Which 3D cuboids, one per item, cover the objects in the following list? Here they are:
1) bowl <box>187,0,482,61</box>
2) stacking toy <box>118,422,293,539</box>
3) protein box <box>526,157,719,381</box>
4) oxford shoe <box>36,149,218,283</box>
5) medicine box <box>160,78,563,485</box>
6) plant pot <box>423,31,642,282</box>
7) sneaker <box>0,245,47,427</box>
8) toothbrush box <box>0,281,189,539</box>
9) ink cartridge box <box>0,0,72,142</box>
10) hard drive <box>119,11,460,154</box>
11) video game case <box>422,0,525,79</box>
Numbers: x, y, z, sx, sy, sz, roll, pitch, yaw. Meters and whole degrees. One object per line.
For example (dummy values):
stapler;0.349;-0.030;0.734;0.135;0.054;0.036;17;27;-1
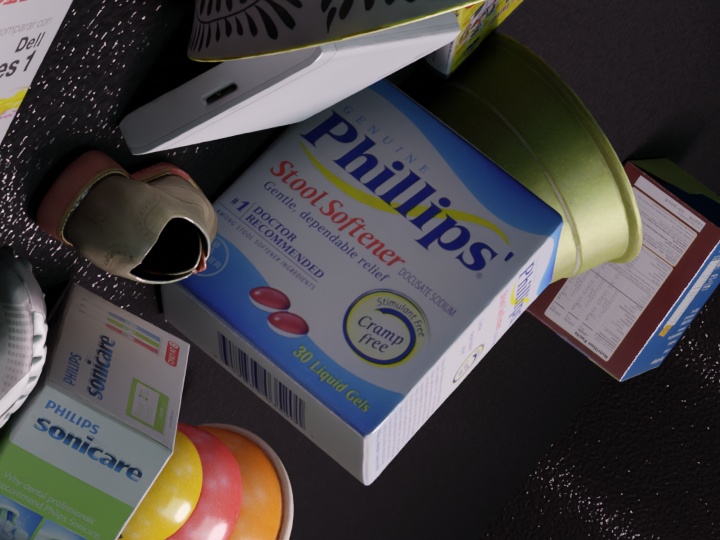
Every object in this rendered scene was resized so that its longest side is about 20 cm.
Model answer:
bowl;-0.004;-0.179;1.204;0.200;0.094;0.201;-15;-167;4
stacking toy;-0.148;0.150;1.636;0.146;0.146;0.200;-51;147;-3
protein box;0.312;-0.003;2.592;0.200;0.135;0.198;-56;166;14
oxford shoe;-0.117;-0.017;1.350;0.071;0.075;0.200;-55;166;9
medicine box;0.000;0.000;1.536;0.200;0.182;0.103;-47;166;-18
plant pot;0.068;-0.039;1.708;0.190;0.200;0.200;-34;161;-14
sneaker;-0.227;0.074;1.246;0.090;0.066;0.200;-36;161;-53
toothbrush box;-0.186;0.130;1.367;0.200;0.086;0.146;-58;-168;18
ink cartridge box;-0.207;-0.067;0.930;0.200;0.084;0.145;-59;164;25
hard drive;-0.036;-0.112;1.359;0.132;0.027;0.200;-26;178;26
video game case;0.121;-0.247;1.633;0.200;0.025;0.181;-46;165;-24
